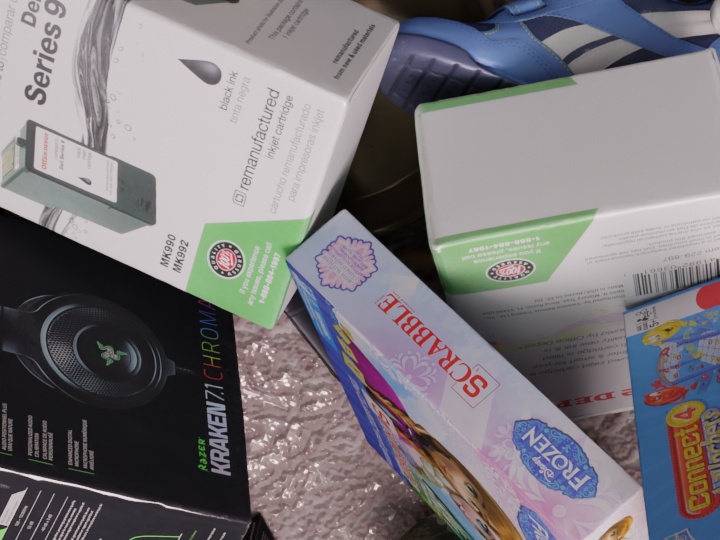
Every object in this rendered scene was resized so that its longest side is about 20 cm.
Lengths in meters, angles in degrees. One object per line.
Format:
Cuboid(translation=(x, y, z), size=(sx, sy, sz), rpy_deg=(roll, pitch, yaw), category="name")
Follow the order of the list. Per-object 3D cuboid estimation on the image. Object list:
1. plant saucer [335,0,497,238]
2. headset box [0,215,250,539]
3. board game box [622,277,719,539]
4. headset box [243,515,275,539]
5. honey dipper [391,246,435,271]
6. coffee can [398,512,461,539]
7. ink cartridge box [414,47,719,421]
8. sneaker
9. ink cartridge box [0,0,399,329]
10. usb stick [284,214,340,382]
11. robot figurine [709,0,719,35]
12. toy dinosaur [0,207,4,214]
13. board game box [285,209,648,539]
Cuboid(translation=(-0.024, -0.109, 1.016), size=(0.200, 0.029, 0.200), rpy_deg=(1, 113, 3), category="plant saucer")
Cuboid(translation=(-0.166, 0.064, 0.931), size=(0.200, 0.174, 0.093), rpy_deg=(16, 127, -21), category="headset box")
Cuboid(translation=(0.181, 0.135, 0.864), size=(0.056, 0.200, 0.196), rpy_deg=(-20, 115, 14), category="board game box")
Cuboid(translation=(-0.134, 0.247, 1.092), size=(0.200, 0.174, 0.093), rpy_deg=(-22, 109, 12), category="headset box")
Cuboid(translation=(0.000, 0.000, 1.058), size=(0.200, 0.038, 0.038), rpy_deg=(-7, 112, 3), category="honey dipper")
Cuboid(translation=(0.100, 0.243, 1.091), size=(0.146, 0.146, 0.200), rpy_deg=(-8, 111, 7), category="coffee can")
Cuboid(translation=(0.115, -0.008, 0.962), size=(0.145, 0.088, 0.200), rpy_deg=(-11, 147, 7), category="ink cartridge box")
Cuboid(translation=(0.100, -0.108, 0.968), size=(0.200, 0.074, 0.082), rpy_deg=(5, 74, -18), category="sneaker")
Cuboid(translation=(-0.102, -0.083, 0.926), size=(0.200, 0.084, 0.146), rpy_deg=(24, 129, 5), category="ink cartridge box")
Cuboid(translation=(-0.044, -0.026, 1.016), size=(0.055, 0.033, 0.200), rpy_deg=(-33, 104, 17), category="usb stick")
Cuboid(translation=(0.204, -0.183, 0.922), size=(0.200, 0.113, 0.170), rpy_deg=(3, 78, 3), category="robot figurine")
Cuboid(translation=(-0.161, -0.071, 1.038), size=(0.106, 0.060, 0.200), rpy_deg=(-33, 96, 4), category="toy dinosaur")
Cuboid(translation=(0.060, 0.091, 0.929), size=(0.041, 0.200, 0.200), rpy_deg=(-40, 149, -11), category="board game box")
